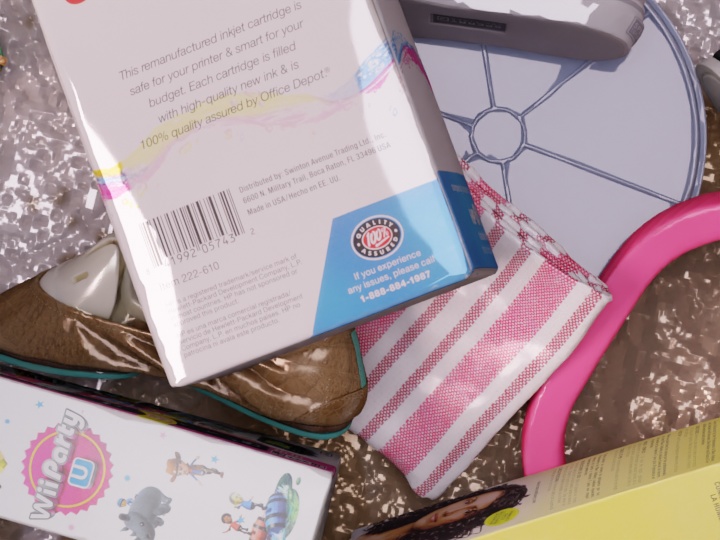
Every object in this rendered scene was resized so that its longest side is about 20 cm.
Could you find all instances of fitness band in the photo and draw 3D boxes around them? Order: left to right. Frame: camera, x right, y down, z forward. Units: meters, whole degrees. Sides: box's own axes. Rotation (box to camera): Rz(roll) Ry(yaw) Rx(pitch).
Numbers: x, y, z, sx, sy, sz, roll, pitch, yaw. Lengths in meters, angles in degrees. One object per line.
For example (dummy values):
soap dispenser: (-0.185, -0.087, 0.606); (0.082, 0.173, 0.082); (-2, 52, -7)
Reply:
fitness band: (0.161, 0.059, 1.342); (0.144, 0.037, 0.200); (30, 104, -4)

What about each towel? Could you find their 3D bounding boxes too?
towel: (0.000, 0.000, 1.339); (0.200, 0.030, 0.146); (40, 119, 4)

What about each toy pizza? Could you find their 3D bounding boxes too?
toy pizza: (0.066, -0.064, 1.376); (0.200, 0.032, 0.200); (0, 87, 0)

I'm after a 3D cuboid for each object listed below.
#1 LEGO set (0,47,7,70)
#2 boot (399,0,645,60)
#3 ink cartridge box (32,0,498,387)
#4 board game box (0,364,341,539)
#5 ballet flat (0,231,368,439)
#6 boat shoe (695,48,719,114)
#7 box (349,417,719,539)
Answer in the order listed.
LEGO set: (-0.269, -0.102, 1.337); (0.200, 0.116, 0.154); (38, 87, 3)
boot: (0.038, -0.162, 1.339); (0.200, 0.074, 0.096); (10, 76, -4)
ink cartridge box: (-0.043, -0.067, 1.256); (0.144, 0.085, 0.200); (-21, 88, 12)
board game box: (-0.113, 0.090, 1.308); (0.200, 0.148, 0.064); (15, 88, 1)
ballet flat: (-0.089, 0.021, 1.336); (0.200, 0.068, 0.072); (14, 115, 17)
boat shoe: (0.245, -0.045, 1.356); (0.200, 0.076, 0.060); (43, 88, -9)
box: (0.090, 0.123, 1.311); (0.200, 0.075, 0.050); (-18, 102, 11)
